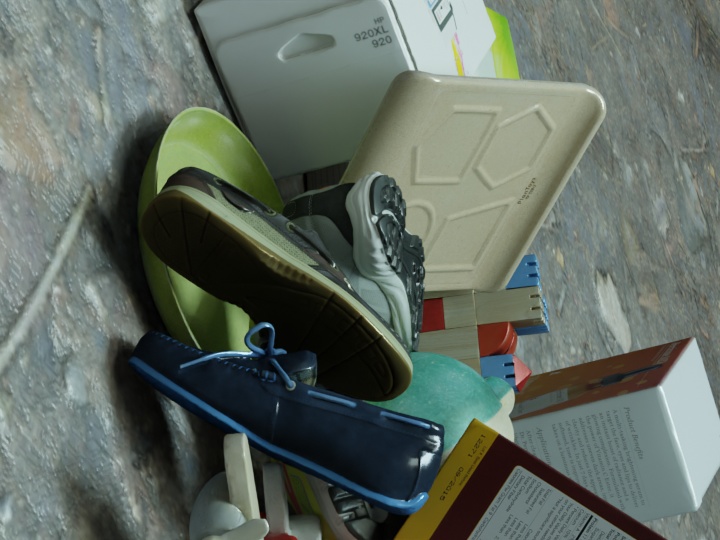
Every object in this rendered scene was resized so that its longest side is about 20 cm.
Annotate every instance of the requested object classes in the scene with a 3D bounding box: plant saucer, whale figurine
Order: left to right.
[{"bbox_3d":[-0.096,-0.008,1.410,0.200,0.031,0.201,45,38,-51],"label":"plant saucer"},{"bbox_3d":[0.029,0.107,1.482,0.104,0.159,0.200,60,-2,-5],"label":"whale figurine"}]

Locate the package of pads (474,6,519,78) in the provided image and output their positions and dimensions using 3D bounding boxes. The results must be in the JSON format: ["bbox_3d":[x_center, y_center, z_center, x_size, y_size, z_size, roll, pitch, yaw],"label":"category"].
[{"bbox_3d":[0.099,-0.143,1.900,0.154,0.068,0.201,13,64,-66],"label":"package of pads"}]

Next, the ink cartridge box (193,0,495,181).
[{"bbox_3d":[-0.007,-0.181,1.574,0.145,0.147,0.200,67,24,-19],"label":"ink cartridge box"}]

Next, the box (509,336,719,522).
[{"bbox_3d":[0.183,0.144,1.742,0.152,0.199,0.107,-34,107,-67],"label":"box"}]

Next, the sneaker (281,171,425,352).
[{"bbox_3d":[0.000,0.000,1.443,0.200,0.079,0.074,67,23,-56],"label":"sneaker"}]

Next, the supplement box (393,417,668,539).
[{"bbox_3d":[0.133,0.222,1.351,0.133,0.199,0.197,-55,159,-8],"label":"supplement box"}]

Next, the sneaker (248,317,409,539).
[{"bbox_3d":[-0.034,0.102,1.376,0.078,0.090,0.201,-4,64,-29],"label":"sneaker"}]

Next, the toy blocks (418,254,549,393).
[{"bbox_3d":[0.084,0.025,1.644,0.100,0.136,0.201,54,31,-72],"label":"toy blocks"}]

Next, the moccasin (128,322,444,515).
[{"bbox_3d":[-0.042,0.080,1.294,0.068,0.199,0.080,-63,178,-9],"label":"moccasin"}]

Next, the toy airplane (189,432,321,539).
[{"bbox_3d":[-0.063,0.207,1.249,0.199,0.140,0.201,128,-57,-71],"label":"toy airplane"}]

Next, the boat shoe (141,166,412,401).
[{"bbox_3d":[-0.043,0.003,1.325,0.200,0.073,0.065,40,39,-15],"label":"boat shoe"}]

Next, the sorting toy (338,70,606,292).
[{"bbox_3d":[0.063,-0.062,1.509,0.199,0.186,0.037,2,37,-43],"label":"sorting toy"}]

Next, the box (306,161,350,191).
[{"bbox_3d":[-0.011,0.004,1.587,0.039,0.041,0.201,38,41,-56],"label":"box"}]
